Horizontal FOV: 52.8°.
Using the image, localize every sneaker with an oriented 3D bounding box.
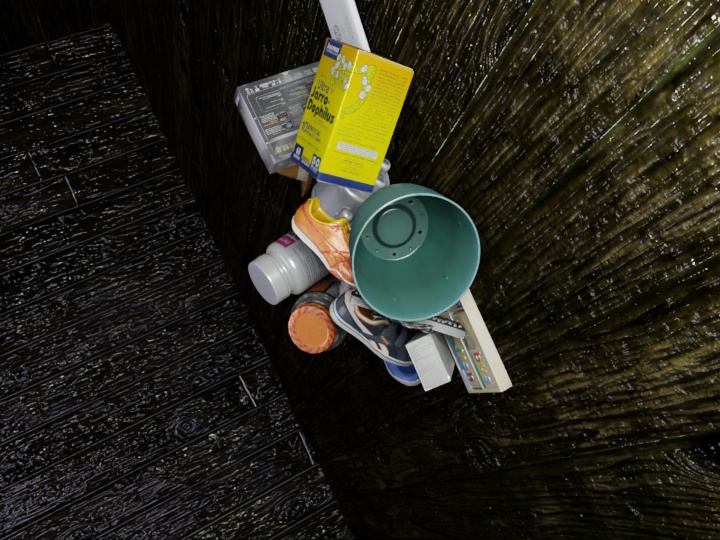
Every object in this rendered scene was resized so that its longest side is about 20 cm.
[{"bbox_3d":[0.044,0.101,1.298,0.079,0.199,0.079,-39,29,38],"label":"sneaker"},{"bbox_3d":[-0.033,-0.042,1.231,0.200,0.077,0.073,44,-157,4],"label":"sneaker"},{"bbox_3d":[0.067,0.146,1.534,0.201,0.076,0.112,59,174,40],"label":"sneaker"}]

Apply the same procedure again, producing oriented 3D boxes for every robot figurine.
[{"bbox_3d":[-0.021,-0.147,1.346,0.112,0.171,0.200,30,146,-15],"label":"robot figurine"}]

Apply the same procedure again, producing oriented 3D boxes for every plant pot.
[{"bbox_3d":[0.071,-0.046,1.150,0.161,0.197,0.203,-115,9,-66],"label":"plant pot"}]

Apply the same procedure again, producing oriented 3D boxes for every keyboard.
[{"bbox_3d":[0.077,0.072,1.183,0.127,0.197,0.021,-73,0,-79],"label":"keyboard"}]

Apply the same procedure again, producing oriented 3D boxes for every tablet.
[{"bbox_3d":[-0.027,-0.414,1.246,0.130,0.013,0.203,13,123,68],"label":"tablet"}]

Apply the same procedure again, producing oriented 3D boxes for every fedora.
[{"bbox_3d":[-0.137,-0.255,1.509,0.200,0.080,0.205,-174,90,-78],"label":"fedora"}]

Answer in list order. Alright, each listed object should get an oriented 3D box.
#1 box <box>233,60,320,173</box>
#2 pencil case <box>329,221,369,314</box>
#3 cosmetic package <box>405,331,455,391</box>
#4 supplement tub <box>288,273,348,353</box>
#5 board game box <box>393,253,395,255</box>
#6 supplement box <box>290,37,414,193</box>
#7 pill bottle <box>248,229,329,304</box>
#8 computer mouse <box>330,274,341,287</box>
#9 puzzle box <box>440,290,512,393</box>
[{"bbox_3d":[-0.110,-0.287,1.334,0.160,0.198,0.048,62,157,7],"label":"box"},{"bbox_3d":[0.000,0.000,1.326,0.077,0.089,0.202,31,129,26],"label":"pencil case"},{"bbox_3d":[0.122,0.145,1.249,0.200,0.050,0.084,-2,-110,-80],"label":"cosmetic package"},{"bbox_3d":[-0.066,0.085,1.469,0.124,0.121,0.200,69,-157,-10],"label":"supplement tub"},{"bbox_3d":[0.027,-0.030,1.453,0.199,0.034,0.136,40,150,31],"label":"board game box"},{"bbox_3d":[-0.017,-0.242,1.137,0.109,0.108,0.203,40,115,51],"label":"supplement box"},{"bbox_3d":[-0.116,-0.025,1.438,0.113,0.199,0.114,39,150,29],"label":"pill bottle"},{"bbox_3d":[0.025,0.051,1.467,0.034,0.198,0.059,-45,27,29],"label":"computer mouse"},{"bbox_3d":[0.186,0.118,1.270,0.203,0.025,0.133,66,161,3],"label":"puzzle box"}]
